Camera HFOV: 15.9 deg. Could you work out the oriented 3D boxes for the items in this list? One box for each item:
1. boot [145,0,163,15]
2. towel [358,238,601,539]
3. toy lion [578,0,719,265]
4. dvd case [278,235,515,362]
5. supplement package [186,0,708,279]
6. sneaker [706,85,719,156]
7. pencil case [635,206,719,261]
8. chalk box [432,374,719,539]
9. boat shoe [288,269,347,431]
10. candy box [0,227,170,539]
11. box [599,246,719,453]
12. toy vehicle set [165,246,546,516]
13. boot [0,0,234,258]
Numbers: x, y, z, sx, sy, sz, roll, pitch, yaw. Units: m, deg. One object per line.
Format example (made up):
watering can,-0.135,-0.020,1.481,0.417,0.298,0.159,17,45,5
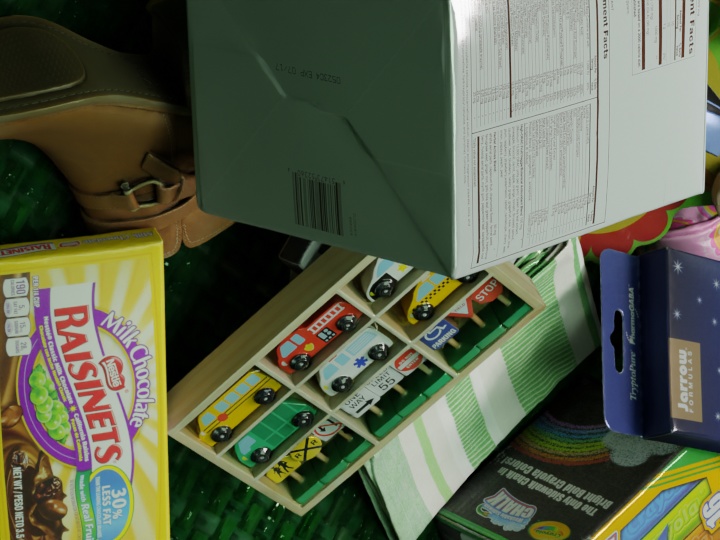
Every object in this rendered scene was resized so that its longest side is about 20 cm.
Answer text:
boot,-0.028,-0.147,1.482,0.201,0.071,0.145,37,85,-40
towel,0.077,0.075,1.632,0.200,0.023,0.153,-47,150,-15
toy lion,0.173,-0.099,1.625,0.190,0.069,0.202,-3,117,-8
dvd case,0.051,-0.057,1.508,0.150,0.025,0.201,37,79,-42
supplement package,0.046,-0.103,1.333,0.199,0.190,0.148,-18,114,-41
sneaker,0.157,-0.153,1.540,0.200,0.070,0.078,38,94,-11
pencil case,0.236,0.028,1.760,0.087,0.087,0.201,-35,124,-28
chalk box,0.139,0.188,1.697,0.200,0.124,0.125,-39,126,-24
boat shoe,-0.001,-0.001,1.544,0.071,0.070,0.203,-12,109,-32
candy box,-0.157,0.077,1.431,0.101,0.026,0.202,-9,115,-19
box,0.235,0.057,1.663,0.199,0.032,0.122,12,71,-36
toy vehicle set,-0.005,0.048,1.478,0.200,0.027,0.124,-42,133,16
boot,-0.149,-0.067,1.399,0.199,0.077,0.156,-19,141,-19
